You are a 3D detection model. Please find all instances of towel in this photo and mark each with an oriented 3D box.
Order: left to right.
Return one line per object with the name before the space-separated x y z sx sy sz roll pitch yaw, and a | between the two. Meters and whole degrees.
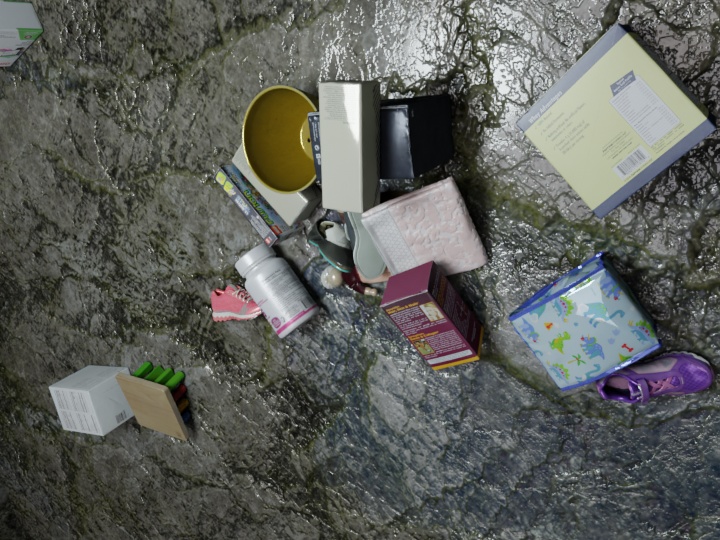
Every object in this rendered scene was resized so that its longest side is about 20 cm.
towel | 0.122 -0.061 1.125 0.189 0.032 0.201 -19 127 19

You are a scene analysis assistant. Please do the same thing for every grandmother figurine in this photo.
grandmother figurine | 0.000 0.000 1.276 0.198 0.060 0.123 -13 92 31

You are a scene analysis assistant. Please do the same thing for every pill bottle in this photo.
pill bottle | -0.193 0.044 1.371 0.113 0.113 0.201 -38 86 34

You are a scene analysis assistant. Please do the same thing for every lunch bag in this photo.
lunch bag | 0.385 0.096 1.041 0.199 0.127 0.171 -38 87 25

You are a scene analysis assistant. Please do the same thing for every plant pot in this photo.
plant pot | -0.115 -0.263 1.192 0.198 0.142 0.203 9 109 29

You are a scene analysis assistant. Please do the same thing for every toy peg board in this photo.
toy peg board | -0.580 0.370 1.745 0.198 0.098 0.201 9 127 28

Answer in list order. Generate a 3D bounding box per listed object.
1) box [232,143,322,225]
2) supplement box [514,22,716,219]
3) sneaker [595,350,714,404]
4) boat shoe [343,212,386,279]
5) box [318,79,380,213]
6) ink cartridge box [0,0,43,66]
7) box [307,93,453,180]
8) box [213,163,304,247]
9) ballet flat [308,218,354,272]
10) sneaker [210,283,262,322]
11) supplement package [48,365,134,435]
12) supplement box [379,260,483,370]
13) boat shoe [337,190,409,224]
box | -0.180 -0.200 1.293 0.200 0.068 0.082 49 124 6
supplement box | 0.388 -0.229 0.916 0.200 0.134 0.200 50 124 5
sneaker | 0.499 0.193 1.033 0.198 0.088 0.082 -8 102 31
boat shoe | 0.009 -0.077 1.173 0.075 0.061 0.202 -14 124 -10
box | -0.015 -0.200 0.962 0.081 0.068 0.203 12 114 27
ink cartridge box | -0.956 -0.616 1.562 0.198 0.145 0.085 -20 97 34
box | 0.042 -0.241 1.076 0.194 0.200 0.126 2 110 30
box | -0.222 -0.151 1.320 0.201 0.110 0.035 50 124 5
ballet flat | -0.060 -0.062 1.236 0.200 0.067 0.069 41 112 56
sneaker | -0.300 0.076 1.470 0.198 0.074 0.088 -7 103 32
supplement package | -0.817 0.396 1.843 0.198 0.151 0.153 -3 107 31
supplement box | 0.143 0.091 1.162 0.109 0.086 0.200 -21 122 33
boat shoe | 0.041 -0.114 1.210 0.197 0.072 0.073 3 127 27
